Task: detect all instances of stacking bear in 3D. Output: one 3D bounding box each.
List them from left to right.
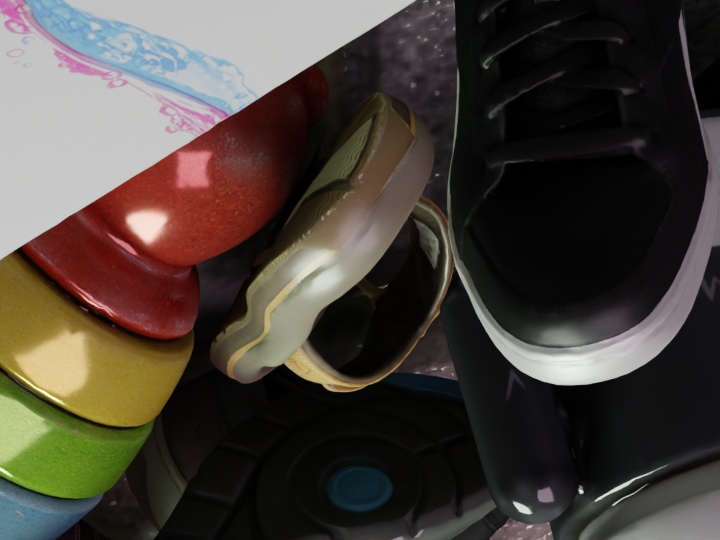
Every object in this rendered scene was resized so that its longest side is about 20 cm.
[{"bbox_3d":[-0.094,0.004,0.791,0.121,0.114,0.200,26,112,-43],"label":"stacking bear"}]

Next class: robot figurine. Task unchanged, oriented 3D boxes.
[{"bbox_3d":[0.107,0.032,0.846,0.149,0.201,0.125,-14,157,5],"label":"robot figurine"}]

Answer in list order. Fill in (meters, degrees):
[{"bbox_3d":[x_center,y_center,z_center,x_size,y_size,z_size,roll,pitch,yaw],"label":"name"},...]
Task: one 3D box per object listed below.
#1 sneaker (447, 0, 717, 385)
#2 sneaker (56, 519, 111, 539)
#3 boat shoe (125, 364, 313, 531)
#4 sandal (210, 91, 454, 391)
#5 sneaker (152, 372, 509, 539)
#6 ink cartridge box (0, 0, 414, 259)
[{"bbox_3d":[0.043,-0.077,0.721,0.073,0.201,0.112,-11,137,18],"label":"sneaker"},{"bbox_3d":[-0.161,0.132,0.924,0.199,0.076,0.116,-35,123,9],"label":"sneaker"},{"bbox_3d":[0.012,0.099,0.924,0.200,0.072,0.065,41,127,-20],"label":"boat shoe"},{"bbox_3d":[0.000,0.000,0.789,0.054,0.200,0.081,30,80,-3],"label":"sandal"},{"bbox_3d":[-0.030,0.100,0.848,0.199,0.073,0.082,-29,137,-26],"label":"sneaker"},{"bbox_3d":[-0.083,-0.094,0.660,0.199,0.146,0.088,-33,140,6],"label":"ink cartridge box"}]
